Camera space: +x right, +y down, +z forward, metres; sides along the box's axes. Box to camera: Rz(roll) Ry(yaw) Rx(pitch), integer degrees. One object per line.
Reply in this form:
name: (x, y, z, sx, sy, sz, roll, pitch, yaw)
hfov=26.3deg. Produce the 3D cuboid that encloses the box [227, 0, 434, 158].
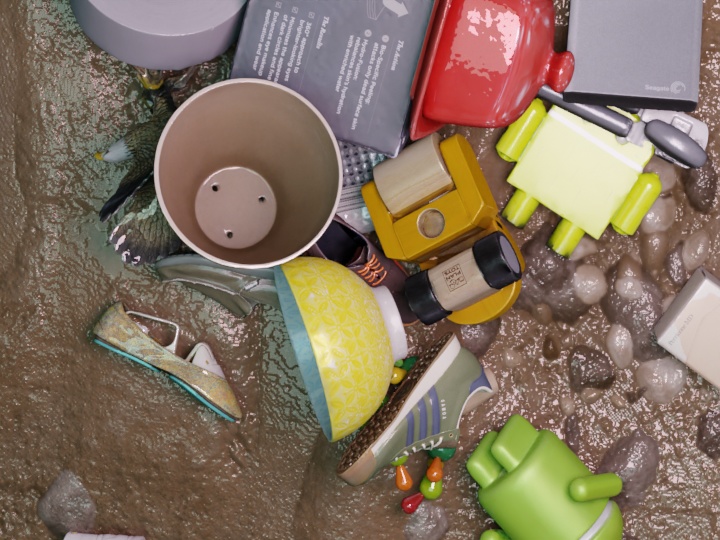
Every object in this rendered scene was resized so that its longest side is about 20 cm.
box: (-0.021, -0.249, 1.626, 0.198, 0.117, 0.199, 18, 106, 4)

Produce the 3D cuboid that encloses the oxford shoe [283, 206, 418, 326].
oxford shoe: (0.000, 0.000, 1.690, 0.199, 0.072, 0.072, 38, 86, -22)

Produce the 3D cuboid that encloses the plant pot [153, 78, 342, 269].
plant pot: (-0.123, -0.081, 1.597, 0.185, 0.200, 0.190, 1, 81, -8)

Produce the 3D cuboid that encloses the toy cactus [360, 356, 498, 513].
toy cactus: (0.075, 0.158, 1.734, 0.163, 0.102, 0.202, -22, 93, -9)

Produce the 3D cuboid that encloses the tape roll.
tape roll: (-0.212, -0.314, 1.641, 0.197, 0.066, 0.203, 5, 63, -10)

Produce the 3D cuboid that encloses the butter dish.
butter dish: (0.147, -0.221, 1.571, 0.146, 0.199, 0.202, 18, 107, 11)

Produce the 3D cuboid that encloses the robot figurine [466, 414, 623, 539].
robot figurine: (0.210, 0.259, 1.707, 0.200, 0.116, 0.175, 48, 128, -3)

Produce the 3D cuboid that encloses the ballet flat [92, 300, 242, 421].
ballet flat: (-0.211, 0.099, 1.763, 0.199, 0.071, 0.071, 30, 101, 2)

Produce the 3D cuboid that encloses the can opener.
can opener: (0.279, -0.170, 1.627, 0.198, 0.066, 0.053, 26, 88, 6)

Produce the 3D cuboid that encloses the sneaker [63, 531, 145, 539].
sneaker: (-0.320, 0.408, 1.820, 0.114, 0.074, 0.203, 6, 89, 8)

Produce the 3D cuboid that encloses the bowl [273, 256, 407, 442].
bowl: (-0.013, 0.069, 1.629, 0.106, 0.200, 0.203, -18, 96, -9)

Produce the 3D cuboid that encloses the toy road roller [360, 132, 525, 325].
toy road roller: (0.102, -0.038, 1.670, 0.122, 0.146, 0.202, -27, 77, 19)

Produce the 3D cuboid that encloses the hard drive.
hard drive: (0.288, -0.266, 1.616, 0.138, 0.033, 0.203, 5, 71, 6)

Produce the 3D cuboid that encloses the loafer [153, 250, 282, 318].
loafer: (-0.138, 0.020, 1.733, 0.197, 0.075, 0.071, 8, 95, 5)

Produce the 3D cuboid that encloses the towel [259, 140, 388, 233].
towel: (-0.049, -0.128, 1.721, 0.197, 0.035, 0.195, -9, 98, 9)

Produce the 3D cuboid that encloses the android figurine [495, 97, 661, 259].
android figurine: (0.243, -0.120, 1.686, 0.181, 0.041, 0.201, 34, 102, 1)

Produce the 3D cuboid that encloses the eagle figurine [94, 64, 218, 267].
eagle figurine: (-0.223, -0.121, 1.672, 0.150, 0.151, 0.202, -29, 57, 42)

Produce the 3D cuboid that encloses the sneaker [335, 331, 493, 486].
sneaker: (0.067, 0.168, 1.652, 0.090, 0.067, 0.201, 43, 75, -14)

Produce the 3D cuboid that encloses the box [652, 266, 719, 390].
box: (0.424, 0.095, 1.676, 0.199, 0.078, 0.095, 35, 102, 0)
